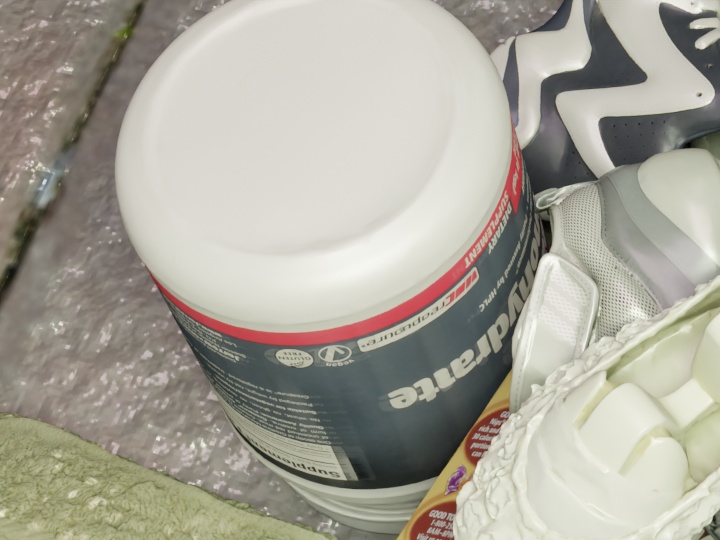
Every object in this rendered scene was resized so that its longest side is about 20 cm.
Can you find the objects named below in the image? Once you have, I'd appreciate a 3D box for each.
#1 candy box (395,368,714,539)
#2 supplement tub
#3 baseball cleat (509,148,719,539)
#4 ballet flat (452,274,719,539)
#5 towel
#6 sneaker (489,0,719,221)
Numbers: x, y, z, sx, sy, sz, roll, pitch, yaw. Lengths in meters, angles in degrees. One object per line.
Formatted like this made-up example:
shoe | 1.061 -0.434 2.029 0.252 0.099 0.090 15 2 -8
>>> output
candy box | 0.076 0.110 0.898 0.056 0.117 0.200 4 54 54
supplement tub | 0.000 0.000 0.938 0.140 0.200 0.141 -6 58 10
baseball cleat | 0.109 0.061 0.837 0.106 0.070 0.200 -17 70 2
ballet flat | 0.102 0.033 0.777 0.200 0.072 0.072 -40 57 2
towel | -0.111 0.130 0.966 0.200 0.037 0.148 19 54 28
sneaker | 0.141 -0.088 1.030 0.130 0.080 0.199 34 72 28
